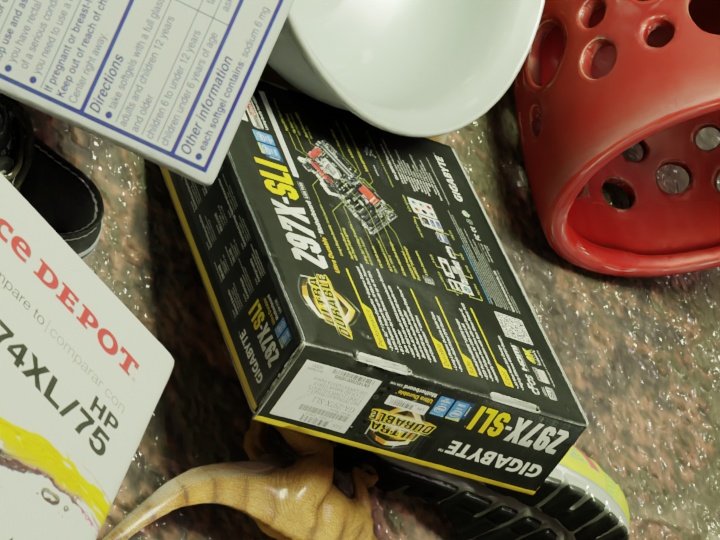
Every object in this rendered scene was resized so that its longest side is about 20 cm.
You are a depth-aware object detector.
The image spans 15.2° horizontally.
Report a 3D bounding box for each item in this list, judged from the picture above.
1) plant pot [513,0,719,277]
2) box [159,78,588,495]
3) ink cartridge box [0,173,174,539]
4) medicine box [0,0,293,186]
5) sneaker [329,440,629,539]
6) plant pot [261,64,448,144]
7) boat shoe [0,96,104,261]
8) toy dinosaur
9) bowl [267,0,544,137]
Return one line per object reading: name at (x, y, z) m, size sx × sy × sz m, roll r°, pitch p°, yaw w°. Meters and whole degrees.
plant pot at (0.177, -0.120, 1.474) m, size 0.200 × 0.200 × 0.184 m, roll 20°, pitch 50°, yaw -45°
box at (0.000, 0.000, 1.210) m, size 0.159 × 0.049 × 0.201 m, roll 15°, pitch 34°, yaw -34°
ink cartridge box at (-0.185, 0.071, 0.914) m, size 0.147 × 0.146 × 0.201 m, roll 48°, pitch 37°, yaw -22°
medicine box at (-0.119, -0.160, 1.074) m, size 0.199 × 0.103 × 0.183 m, roll 24°, pitch 92°, yaw -24°
sneaker at (0.060, 0.075, 1.299) m, size 0.200 × 0.078 × 0.091 m, roll 36°, pitch 41°, yaw -34°
plant pot at (-0.014, -0.129, 1.376) m, size 0.200 × 0.027 × 0.201 m, roll 32°, pitch 45°, yaw -38°
boat shoe at (-0.168, -0.050, 1.085) m, size 0.199 × 0.066 × 0.070 m, roll 26°, pitch 50°, yaw -42°
toy dinosaur at (-0.035, 0.095, 1.174) m, size 0.199 × 0.060 × 0.107 m, roll 25°, pitch 52°, yaw -43°
bowl at (-0.005, -0.162, 1.268) m, size 0.200 × 0.090 × 0.203 m, roll 0°, pitch 89°, yaw -47°
